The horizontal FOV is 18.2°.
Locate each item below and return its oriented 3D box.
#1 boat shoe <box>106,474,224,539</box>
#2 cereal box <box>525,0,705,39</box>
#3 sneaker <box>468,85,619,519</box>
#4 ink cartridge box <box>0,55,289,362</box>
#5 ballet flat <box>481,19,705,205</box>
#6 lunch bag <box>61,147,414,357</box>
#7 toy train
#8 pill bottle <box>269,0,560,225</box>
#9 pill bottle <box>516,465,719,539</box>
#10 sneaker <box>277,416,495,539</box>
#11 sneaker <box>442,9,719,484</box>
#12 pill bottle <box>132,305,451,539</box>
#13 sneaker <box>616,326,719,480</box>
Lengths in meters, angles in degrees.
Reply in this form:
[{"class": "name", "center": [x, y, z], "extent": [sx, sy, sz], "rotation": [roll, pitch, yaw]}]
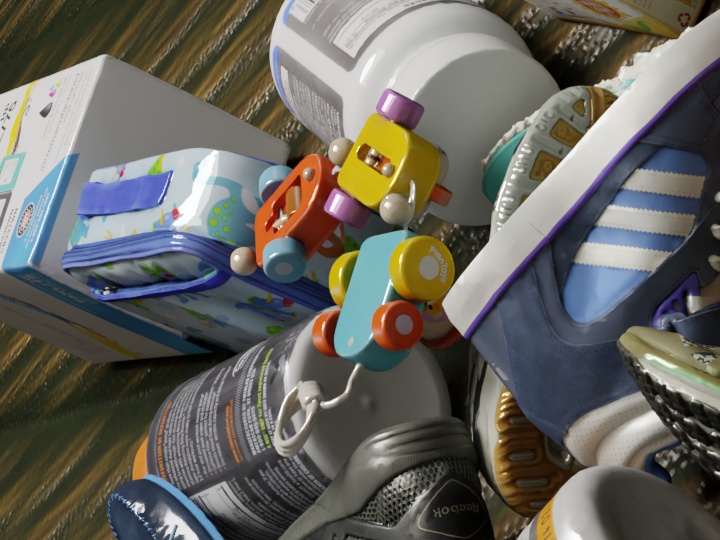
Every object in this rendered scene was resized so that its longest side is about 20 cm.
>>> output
[{"class": "boat shoe", "center": [-0.086, 0.187, 1.154], "extent": [0.200, 0.068, 0.084], "rotation": [48, 152, 36]}, {"class": "cereal box", "center": [0.063, -0.179, 1.139], "extent": [0.040, 0.199, 0.144], "rotation": [-65, 27, 1]}, {"class": "sneaker", "center": [0.081, 0.012, 1.052], "extent": [0.088, 0.075, 0.201], "rotation": [-158, 77, -73]}, {"class": "ink cartridge box", "center": [-0.172, -0.034, 1.488], "extent": [0.200, 0.146, 0.147], "rotation": [-9, 60, 59]}, {"class": "ballet flat", "center": [0.143, -0.070, 1.068], "extent": [0.200, 0.072, 0.072], "rotation": [-26, 46, 48]}, {"class": "lunch bag", "center": [-0.075, -0.009, 1.292], "extent": [0.200, 0.160, 0.083], "rotation": [-6, 62, 59]}, {"class": "toy train", "center": [0.000, 0.000, 1.102], "extent": [0.150, 0.055, 0.201], "rotation": [-50, 30, 30]}, {"class": "pill bottle", "center": [0.031, -0.100, 1.229], "extent": [0.114, 0.113, 0.200], "rotation": [-61, 27, 9]}, {"class": "pill bottle", "center": [0.074, 0.185, 0.910], "extent": [0.200, 0.116, 0.117], "rotation": [-52, 30, 24]}, {"class": "sneaker", "center": [0.013, 0.163, 1.079], "extent": [0.200, 0.076, 0.115], "rotation": [-54, 46, 52]}, {"class": "sneaker", "center": [0.147, -0.002, 0.957], "extent": [0.200, 0.146, 0.081], "rotation": [-46, -9, 6]}, {"class": "pill bottle", "center": [-0.048, 0.094, 1.215], "extent": [0.200, 0.106, 0.107], "rotation": [-27, 45, 51]}, {"class": "sneaker", "center": [0.189, 0.049, 0.856], "extent": [0.199, 0.077, 0.089], "rotation": [20, 63, 41]}]
